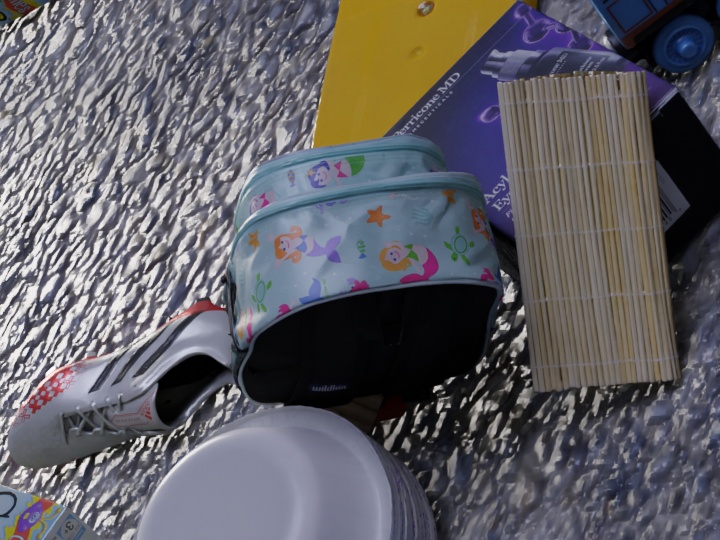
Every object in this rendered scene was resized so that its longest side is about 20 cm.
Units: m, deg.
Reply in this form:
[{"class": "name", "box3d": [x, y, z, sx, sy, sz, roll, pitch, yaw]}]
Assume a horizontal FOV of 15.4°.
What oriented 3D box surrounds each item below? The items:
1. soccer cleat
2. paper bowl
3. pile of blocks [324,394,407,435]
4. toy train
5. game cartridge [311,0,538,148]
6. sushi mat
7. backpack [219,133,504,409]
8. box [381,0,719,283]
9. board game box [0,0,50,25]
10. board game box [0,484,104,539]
[{"class": "soccer cleat", "box3d": [-0.168, 0.093, 1.908, 0.200, 0.069, 0.085, -29, 34, 9]}, {"class": "paper bowl", "box3d": [-0.060, 0.179, 1.666, 0.200, 0.104, 0.201, -18, 53, 27]}, {"class": "pile of blocks", "box3d": [0.013, 0.060, 1.802, 0.062, 0.082, 0.200, 23, 74, 4]}, {"class": "toy train", "box3d": [0.239, -0.223, 1.827, 0.200, 0.114, 0.087, -36, 38, 7]}, {"class": "game cartridge", "box3d": [0.050, -0.154, 1.998, 0.176, 0.032, 0.200, -15, 46, 30]}, {"class": "sushi mat", "box3d": [0.143, -0.026, 1.663, 0.095, 0.200, 0.012, -6, -3, -4]}, {"class": "backpack", "box3d": [0.000, 0.000, 1.670, 0.177, 0.200, 0.151, -8, 77, -7]}, {"class": "box", "box3d": [0.131, -0.071, 1.780, 0.148, 0.104, 0.200, -46, 38, -6]}, {"class": "board game box", "box3d": [-0.386, -0.269, 2.417, 0.200, 0.105, 0.103, -24, 40, 23]}, {"class": "board game box", "box3d": [-0.259, 0.211, 1.836, 0.200, 0.103, 0.105, 11, 60, 46]}]
